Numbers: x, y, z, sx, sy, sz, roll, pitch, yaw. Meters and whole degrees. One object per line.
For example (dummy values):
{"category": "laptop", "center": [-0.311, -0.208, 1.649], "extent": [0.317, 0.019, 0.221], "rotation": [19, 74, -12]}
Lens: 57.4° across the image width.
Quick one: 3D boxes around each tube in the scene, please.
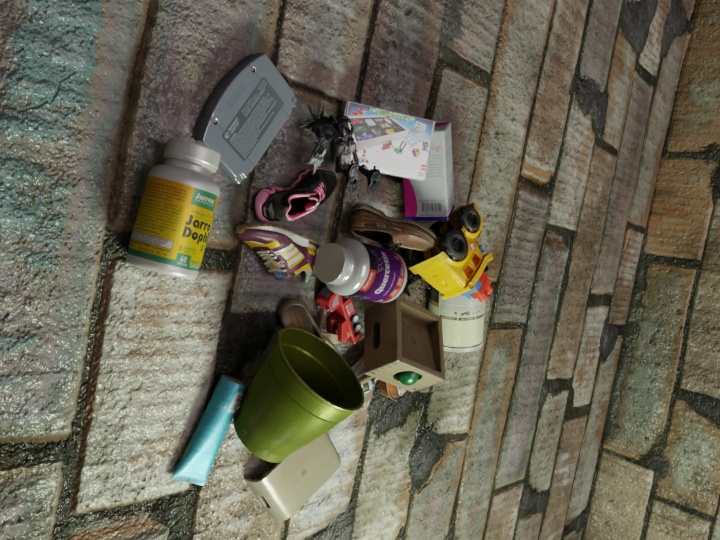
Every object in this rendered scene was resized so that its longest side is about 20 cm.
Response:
{"category": "tube", "center": [-0.270, 0.291, 1.191], "extent": [0.077, 0.050, 0.201], "rotation": [30, 82, -40]}

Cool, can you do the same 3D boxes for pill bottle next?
{"category": "pill bottle", "center": [-0.282, -0.094, 1.014], "extent": [0.113, 0.112, 0.201], "rotation": [18, 86, -50]}
{"category": "pill bottle", "center": [0.000, 0.000, 1.317], "extent": [0.200, 0.112, 0.113], "rotation": [13, 90, -52]}

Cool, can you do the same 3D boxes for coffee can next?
{"category": "coffee can", "center": [0.243, 0.086, 1.656], "extent": [0.146, 0.146, 0.201], "rotation": [-15, 111, -47]}

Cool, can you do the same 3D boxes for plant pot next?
{"category": "plant pot", "center": [-0.129, 0.244, 1.215], "extent": [0.193, 0.201, 0.200], "rotation": [-48, 143, 16]}

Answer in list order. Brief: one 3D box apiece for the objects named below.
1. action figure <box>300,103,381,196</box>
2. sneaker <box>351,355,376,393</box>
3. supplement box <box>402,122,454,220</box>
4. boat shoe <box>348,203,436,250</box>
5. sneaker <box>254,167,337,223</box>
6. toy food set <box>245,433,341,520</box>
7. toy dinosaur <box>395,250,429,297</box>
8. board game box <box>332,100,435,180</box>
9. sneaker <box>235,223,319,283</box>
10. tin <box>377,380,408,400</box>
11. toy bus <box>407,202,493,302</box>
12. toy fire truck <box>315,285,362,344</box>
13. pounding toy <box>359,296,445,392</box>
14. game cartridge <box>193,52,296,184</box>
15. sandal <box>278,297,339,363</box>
{"category": "action figure", "center": [-0.047, -0.223, 1.241], "extent": [0.118, 0.200, 0.102], "rotation": [-10, 144, -37]}
{"category": "sneaker", "center": [-0.016, 0.255, 1.458], "extent": [0.200, 0.072, 0.072], "rotation": [-37, 128, -36]}
{"category": "supplement box", "center": [0.152, -0.222, 1.477], "extent": [0.103, 0.101, 0.201], "rotation": [-54, 142, -61]}
{"category": "boat shoe", "center": [0.066, -0.073, 1.399], "extent": [0.199, 0.072, 0.068], "rotation": [17, 52, -12]}
{"category": "sneaker", "center": [-0.100, -0.136, 1.233], "extent": [0.200, 0.095, 0.079], "rotation": [-34, 123, -41]}
{"category": "toy food set", "center": [-0.136, 0.411, 1.379], "extent": [0.200, 0.060, 0.144], "rotation": [-40, 130, -25]}
{"category": "toy dinosaur", "center": [0.116, 0.011, 1.551], "extent": [0.199, 0.047, 0.088], "rotation": [33, 101, -21]}
{"category": "board game box", "center": [0.050, -0.264, 1.349], "extent": [0.199, 0.035, 0.127], "rotation": [8, 95, -21]}
{"category": "sneaker", "center": [-0.152, -0.029, 1.215], "extent": [0.199, 0.075, 0.091], "rotation": [16, 82, -50]}
{"category": "tin", "center": [0.083, 0.217, 1.590], "extent": [0.112, 0.042, 0.201], "rotation": [-26, 118, -39]}
{"category": "toy bus", "center": [0.237, -0.027, 1.511], "extent": [0.192, 0.136, 0.200], "rotation": [45, 56, -12]}
{"category": "toy fire truck", "center": [-0.063, 0.136, 1.386], "extent": [0.141, 0.049, 0.201], "rotation": [-40, 127, -34]}
{"category": "pounding toy", "center": [0.073, 0.184, 1.447], "extent": [0.184, 0.142, 0.201], "rotation": [27, 50, -36]}
{"category": "game cartridge", "center": [-0.197, -0.267, 1.128], "extent": [0.201, 0.040, 0.133], "rotation": [-60, 141, -20]}
{"category": "sandal", "center": [-0.098, 0.145, 1.307], "extent": [0.080, 0.054, 0.201], "rotation": [-32, 114, -8]}
